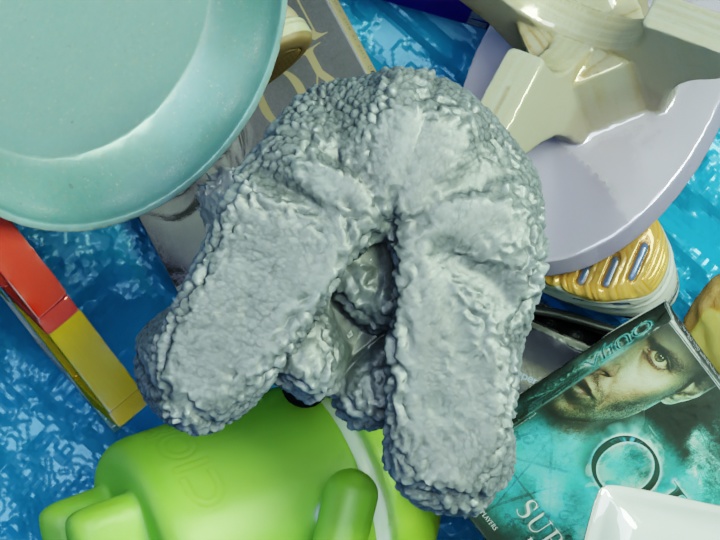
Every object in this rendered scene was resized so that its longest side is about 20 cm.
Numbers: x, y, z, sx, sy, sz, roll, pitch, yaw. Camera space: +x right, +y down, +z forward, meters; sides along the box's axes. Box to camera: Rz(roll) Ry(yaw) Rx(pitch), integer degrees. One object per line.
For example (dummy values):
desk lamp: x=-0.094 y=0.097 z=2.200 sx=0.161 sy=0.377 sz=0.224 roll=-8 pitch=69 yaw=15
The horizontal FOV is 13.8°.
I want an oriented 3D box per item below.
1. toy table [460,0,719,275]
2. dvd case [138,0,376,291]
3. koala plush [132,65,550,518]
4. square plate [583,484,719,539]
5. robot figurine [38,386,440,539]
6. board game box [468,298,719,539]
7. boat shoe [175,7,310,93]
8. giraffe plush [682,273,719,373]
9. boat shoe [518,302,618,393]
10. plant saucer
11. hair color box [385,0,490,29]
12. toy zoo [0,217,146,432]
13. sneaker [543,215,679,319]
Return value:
toy table: x=0.108 y=-0.109 z=1.423 sx=0.183 sy=0.117 sz=0.201 roll=10 pitch=70 yaw=19
dvd case: x=-0.071 y=-0.097 z=1.502 sx=0.148 sy=0.016 sz=0.201 roll=-30 pitch=86 yaw=21
koala plush: x=0.000 y=0.000 z=1.370 sx=0.176 sy=0.200 sz=0.185 roll=19 pitch=89 yaw=-4
square plate: x=0.164 y=0.208 z=1.361 sx=0.199 sy=0.028 sz=0.199 roll=12 pitch=94 yaw=-37
robot figurine: x=-0.049 y=0.119 z=1.427 sx=0.199 sy=0.175 sz=0.116 roll=-18 pitch=95 yaw=-23
board game box: x=0.144 y=0.125 z=1.411 sx=0.135 sy=0.028 sz=0.200 roll=-35 pitch=114 yaw=10
boat shoe: x=-0.119 y=-0.100 z=1.470 sx=0.199 sy=0.072 sz=0.065 roll=-21 pitch=82 yaw=26
giraffe plush: x=0.270 y=0.072 z=1.445 sx=0.172 sy=0.162 sz=0.201 roll=-17 pitch=86 yaw=-28
boat shoe: x=0.130 y=0.065 z=1.508 sx=0.199 sy=0.062 sz=0.075 roll=21 pitch=78 yaw=-2
plant saucer: x=-0.124 y=-0.118 z=1.345 sx=0.199 sy=0.036 sz=0.201 roll=-16 pitch=118 yaw=-32
hair color box: x=0.035 y=-0.194 z=1.540 sx=0.199 sy=0.065 sz=0.110 roll=16 pitch=81 yaw=0
toy zoo: x=-0.167 y=0.001 z=1.433 sx=0.020 sy=0.131 sz=0.200 roll=-39 pitch=116 yaw=-8
sneaker: x=0.073 y=-0.027 z=1.515 sx=0.200 sy=0.088 sz=0.075 roll=33 pitch=86 yaw=25
